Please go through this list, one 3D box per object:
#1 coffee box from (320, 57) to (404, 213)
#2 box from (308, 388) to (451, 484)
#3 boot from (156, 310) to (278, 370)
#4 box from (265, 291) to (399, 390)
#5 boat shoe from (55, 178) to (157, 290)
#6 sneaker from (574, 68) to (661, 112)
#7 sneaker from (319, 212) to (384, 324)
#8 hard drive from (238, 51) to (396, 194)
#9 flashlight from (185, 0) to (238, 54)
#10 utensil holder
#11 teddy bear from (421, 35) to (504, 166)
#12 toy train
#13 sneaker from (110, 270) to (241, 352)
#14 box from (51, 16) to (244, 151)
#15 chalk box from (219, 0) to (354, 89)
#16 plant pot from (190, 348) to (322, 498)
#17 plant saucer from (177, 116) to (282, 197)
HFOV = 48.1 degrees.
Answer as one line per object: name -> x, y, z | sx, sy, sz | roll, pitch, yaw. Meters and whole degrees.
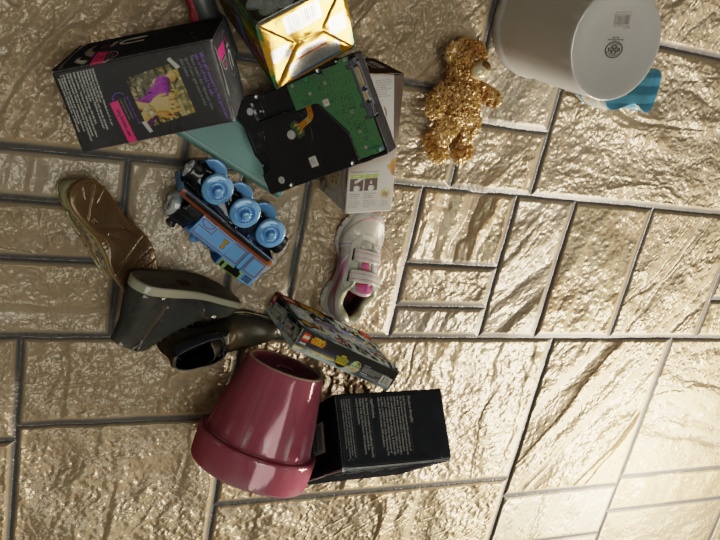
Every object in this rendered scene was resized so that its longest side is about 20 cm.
coffee box -> -0.001, -0.199, 1.181 | 0.079, 0.114, 0.202 | -6, 116, -22
box -> 0.015, 0.280, 1.353 | 0.195, 0.200, 0.125 | 2, 70, -25
boot -> -0.212, 0.116, 1.244 | 0.198, 0.097, 0.075 | -4, 116, -22
box -> -0.046, 0.113, 1.296 | 0.199, 0.137, 0.040 | 28, 99, -33
boat shoe -> -0.352, -0.047, 1.133 | 0.073, 0.062, 0.201 | -45, 131, -30
sneaker -> 0.437, -0.309, 1.355 | 0.199, 0.080, 0.077 | -8, 117, -43
sneaker -> 0.000, 0.000, 1.291 | 0.081, 0.088, 0.202 | 4, 112, -26
hard drive -> -0.063, -0.199, 1.110 | 0.198, 0.038, 0.141 | -16, 103, 29
flashlight -> -0.226, -0.366, 1.033 | 0.068, 0.068, 0.201 | -28, 127, -15
utensil holder -> 0.319, -0.352, 1.203 | 0.168, 0.200, 0.172 | -10, 118, -19
teddy bear -> 0.159, -0.256, 1.255 | 0.144, 0.067, 0.201 | 18, 106, -33
toy train -> -0.196, -0.072, 1.172 | 0.114, 0.087, 0.200 | -44, 124, 8
sneaker -> -0.273, 0.064, 1.191 | 0.199, 0.075, 0.107 | 12, 110, -48
box -> -0.258, -0.235, 1.008 | 0.198, 0.123, 0.107 | -10, 120, 3
chalk box -> -0.112, -0.361, 1.028 | 0.124, 0.201, 0.124 | -29, 155, -7
plant pot -> -0.148, 0.231, 1.280 | 0.199, 0.200, 0.181 | 19, 95, -30
plant saucer -> -0.174, -0.179, 1.169 | 0.199, 0.019, 0.070 | 31, 98, -32
